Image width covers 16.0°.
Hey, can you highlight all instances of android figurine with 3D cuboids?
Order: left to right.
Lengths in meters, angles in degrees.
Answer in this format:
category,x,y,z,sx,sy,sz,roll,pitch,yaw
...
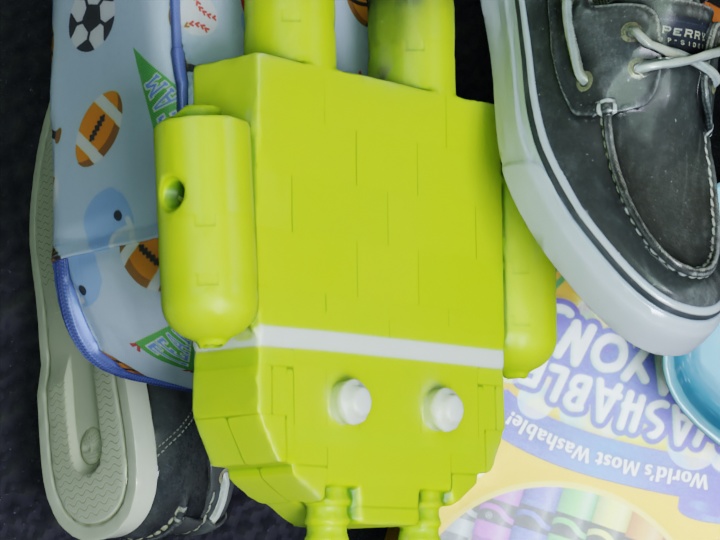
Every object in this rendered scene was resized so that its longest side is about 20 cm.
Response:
category,x,y,z,sx,sy,sz,roll,pitch,yaw
android figurine,0.000,0.000,0.840,0.182,0.041,0.201,10,75,-47

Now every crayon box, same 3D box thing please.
category,x,y,z,sx,sy,sz,roll,pitch,yaw
crayon box,0.083,0.076,0.935,0.125,0.052,0.201,18,87,-3

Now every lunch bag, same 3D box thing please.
category,x,y,z,sx,sy,sz,roll,pitch,yaw
lunch bag,-0.032,-0.045,0.899,0.160,0.075,0.201,11,74,-47

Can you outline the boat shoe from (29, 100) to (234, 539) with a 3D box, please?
category,x,y,z,sx,sy,sz,roll,pitch,yaw
boat shoe,-0.079,0.000,0.946,0.067,0.072,0.201,6,78,-42

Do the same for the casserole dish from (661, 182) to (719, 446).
category,x,y,z,sx,sy,sz,roll,pitch,yaw
casserole dish,0.195,0.034,0.902,0.200,0.039,0.121,29,85,-4

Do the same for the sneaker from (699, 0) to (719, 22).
category,x,y,z,sx,sy,sz,roll,pitch,yaw
sneaker,0.152,-0.088,0.935,0.200,0.090,0.070,27,44,32

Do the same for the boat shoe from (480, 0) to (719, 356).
category,x,y,z,sx,sy,sz,roll,pitch,yaw
boat shoe,0.086,-0.070,0.859,0.072,0.071,0.201,7,55,-37
